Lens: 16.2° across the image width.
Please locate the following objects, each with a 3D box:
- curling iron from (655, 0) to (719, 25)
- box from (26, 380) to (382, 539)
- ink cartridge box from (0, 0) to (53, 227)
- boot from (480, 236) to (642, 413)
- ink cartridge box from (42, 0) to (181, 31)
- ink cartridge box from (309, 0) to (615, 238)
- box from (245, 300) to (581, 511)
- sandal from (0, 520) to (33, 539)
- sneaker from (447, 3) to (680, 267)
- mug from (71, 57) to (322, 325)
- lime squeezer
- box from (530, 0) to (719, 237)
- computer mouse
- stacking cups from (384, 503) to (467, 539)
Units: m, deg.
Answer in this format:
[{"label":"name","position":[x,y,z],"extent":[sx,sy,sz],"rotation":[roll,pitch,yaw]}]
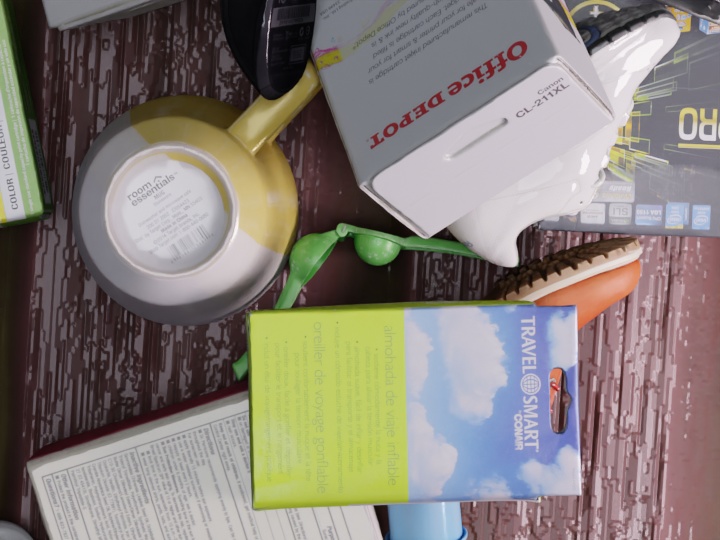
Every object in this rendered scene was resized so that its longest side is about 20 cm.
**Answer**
[{"label":"curling iron","position":[0.149,-0.207,1.598],"extent":[0.200,0.026,0.050],"rotation":[36,100,27]},{"label":"box","position":[-0.097,0.146,1.610],"extent":[0.199,0.109,0.128],"rotation":[-17,92,0]},{"label":"ink cartridge box","position":[-0.309,-0.086,1.616],"extent":[0.199,0.076,0.149],"rotation":[-12,92,-1]},{"label":"boot","position":[0.109,0.057,1.632],"extent":[0.200,0.075,0.107],"rotation":[-32,95,9]},{"label":"ink cartridge box","position":[-0.144,-0.264,1.577],"extent":[0.145,0.087,0.201],"rotation":[-14,91,36]},{"label":"ink cartridge box","position":[0.050,-0.142,1.545],"extent":[0.145,0.083,0.201],"rotation":[-32,52,16]},{"label":"box","position":[0.031,0.081,1.532],"extent":[0.199,0.048,0.123],"rotation":[-2,91,-3]},{"label":"sandal","position":[-0.306,0.218,1.644],"extent":[0.202,0.050,0.083],"rotation":[-16,107,-13]},{"label":"sneaker","position":[0.127,-0.087,1.589],"extent":[0.200,0.075,0.087],"rotation":[-43,106,7]},{"label":"mug","position":[-0.111,-0.055,1.581],"extent":[0.149,0.153,0.188],"rotation":[12,91,0]},{"label":"lime squeezer","position":[0.000,0.000,1.633],"extent":[0.199,0.038,0.071],"rotation":[-21,65,-7]},{"label":"box","position":[0.211,-0.102,1.634],"extent":[0.199,0.049,0.162],"rotation":[3,95,1]},{"label":"computer mouse","position":[-0.043,-0.210,1.525],"extent":[0.046,0.140,0.201],"rotation":[11,108,20]},{"label":"stacking cups","position":[0.044,0.152,1.599],"extent":[0.060,0.061,0.201],"rotation":[-3,108,0]}]
